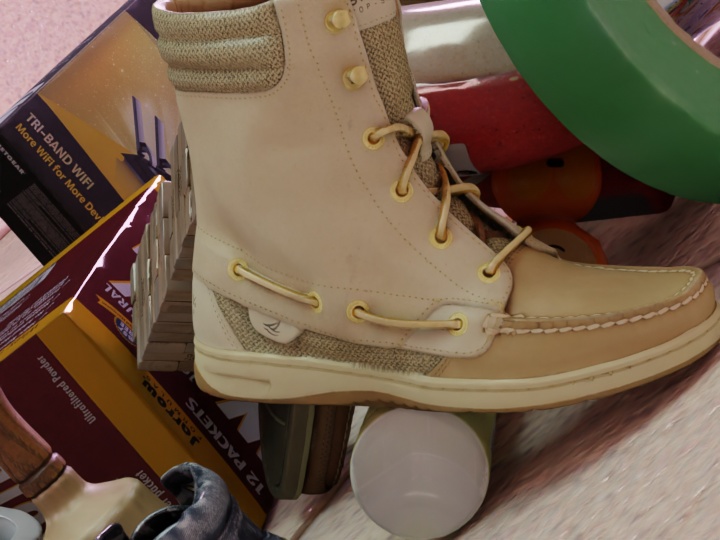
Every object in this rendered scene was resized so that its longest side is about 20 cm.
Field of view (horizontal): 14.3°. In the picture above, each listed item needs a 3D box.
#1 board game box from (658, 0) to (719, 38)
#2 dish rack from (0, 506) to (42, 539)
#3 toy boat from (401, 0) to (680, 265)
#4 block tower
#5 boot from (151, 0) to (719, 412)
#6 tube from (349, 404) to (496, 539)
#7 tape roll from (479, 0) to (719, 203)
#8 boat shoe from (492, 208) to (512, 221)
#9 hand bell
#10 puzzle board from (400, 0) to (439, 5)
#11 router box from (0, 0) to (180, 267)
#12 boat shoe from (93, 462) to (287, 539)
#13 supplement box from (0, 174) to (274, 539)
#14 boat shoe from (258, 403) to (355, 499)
[{"bbox_3d":[0.145,-0.131,1.337,0.134,0.034,0.200,-37,-5,-19],"label":"board game box"},{"bbox_3d":[-0.234,0.146,1.166,0.171,0.044,0.200,4,17,13],"label":"dish rack"},{"bbox_3d":[0.072,-0.034,1.124,0.130,0.131,0.200,-6,-13,23],"label":"toy boat"},{"bbox_3d":[-0.053,-0.019,1.167,0.200,0.058,0.054,114,155,-62],"label":"block tower"},{"bbox_3d":[0.024,-0.034,1.005,0.199,0.156,0.073,-1,16,25],"label":"boot"},{"bbox_3d":[0.027,0.050,1.113,0.058,0.052,0.200,-4,13,7],"label":"tube"},{"bbox_3d":[0.125,-0.126,1.056,0.048,0.201,0.200,-29,14,49],"label":"tape roll"},{"bbox_3d":[0.029,-0.022,1.368,0.074,0.069,0.200,-38,10,16],"label":"boat shoe"},{"bbox_3d":[-0.134,0.077,1.160,0.104,0.200,0.104,-40,9,7],"label":"hand bell"},{"bbox_3d":[0.056,-0.089,1.274,0.151,0.199,0.017,-27,56,56],"label":"puzzle board"},{"bbox_3d":[-0.092,-0.034,1.507,0.052,0.200,0.157,-29,15,50],"label":"router box"},{"bbox_3d":[-0.054,0.110,1.022,0.071,0.091,0.200,-42,9,-11],"label":"boat shoe"},{"bbox_3d":[-0.142,0.089,1.347,0.197,0.133,0.200,-37,10,19],"label":"supplement box"},{"bbox_3d":[0.000,0.000,1.213,0.072,0.068,0.201,-156,72,-70],"label":"boat shoe"}]
